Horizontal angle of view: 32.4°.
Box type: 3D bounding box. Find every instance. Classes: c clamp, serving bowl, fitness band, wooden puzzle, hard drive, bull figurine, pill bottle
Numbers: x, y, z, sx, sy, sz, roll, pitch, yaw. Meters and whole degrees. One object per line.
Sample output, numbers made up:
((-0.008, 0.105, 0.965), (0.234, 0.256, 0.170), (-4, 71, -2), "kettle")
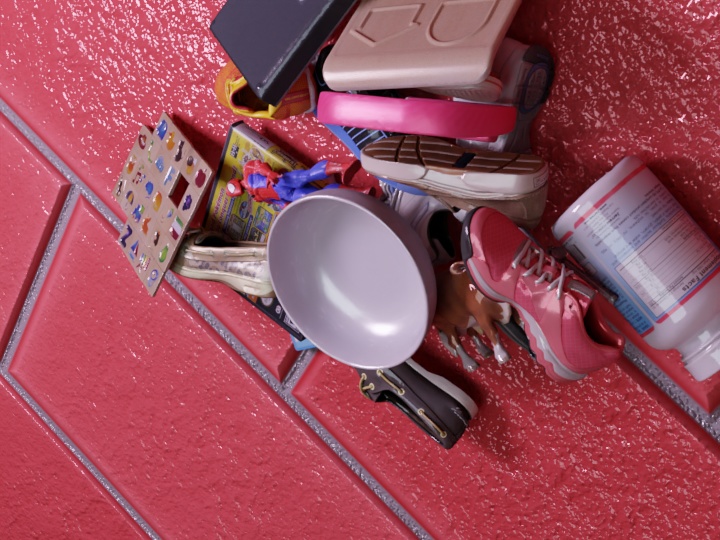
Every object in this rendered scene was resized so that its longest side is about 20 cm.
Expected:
((0.172, 0.026, 1.246), (0.171, 0.027, 0.201), (48, 157, 24), "c clamp")
((0.000, 0.000, 1.286), (0.198, 0.066, 0.203), (20, 129, 27), "serving bowl")
((0.052, -0.146, 1.166), (0.198, 0.143, 0.038), (10, 98, 36), "fitness band")
((0.078, -0.245, 1.173), (0.183, 0.202, 0.046), (2, 145, 35), "wooden puzzle")
((-0.064, -0.285, 1.256), (0.201, 0.033, 0.140), (-50, 50, 17), "hard drive")
((0.121, 0.034, 1.261), (0.123, 0.065, 0.200), (62, 161, 0), "bull figurine")
((0.281, 0.000, 1.160), (0.201, 0.108, 0.109), (50, 130, 7), "pill bottle")

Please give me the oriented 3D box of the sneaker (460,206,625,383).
((0.174, 0.013, 1.138), (0.201, 0.074, 0.086), (50, 143, -17), "sneaker")

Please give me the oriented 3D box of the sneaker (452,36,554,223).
((0.129, -0.143, 1.245), (0.087, 0.074, 0.203), (35, 120, 33), "sneaker")

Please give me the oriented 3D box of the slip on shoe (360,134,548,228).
((0.088, -0.086, 1.199), (0.197, 0.076, 0.061), (9, 122, 26), "slip on shoe")

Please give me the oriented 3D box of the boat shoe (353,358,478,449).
((0.035, 0.125, 1.402), (0.200, 0.061, 0.072), (32, 161, 15), "boat shoe")

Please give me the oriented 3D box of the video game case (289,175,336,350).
((-0.057, -0.011, 1.460), (0.142, 0.018, 0.203), (-14, 101, 38), "video game case")

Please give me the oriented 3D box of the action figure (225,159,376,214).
((-0.076, -0.090, 1.350), (0.198, 0.052, 0.066), (5, 142, 43), "action figure")

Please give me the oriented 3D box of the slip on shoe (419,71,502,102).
((0.073, -0.206, 1.208), (0.200, 0.073, 0.062), (38, 115, 58), "slip on shoe")

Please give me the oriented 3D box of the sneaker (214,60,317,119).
((-0.122, -0.203, 1.361), (0.199, 0.076, 0.074), (13, 115, 59), "sneaker")

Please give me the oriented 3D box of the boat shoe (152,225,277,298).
((-0.158, -0.022, 1.443), (0.197, 0.073, 0.064), (15, 110, 28), "boat shoe")

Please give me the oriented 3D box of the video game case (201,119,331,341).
((-0.104, -0.045, 1.452), (0.180, 0.025, 0.202), (35, 127, 19), "video game case")

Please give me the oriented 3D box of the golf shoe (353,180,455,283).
((0.052, -0.014, 1.346), (0.096, 0.078, 0.203), (24, 124, 18), "golf shoe")

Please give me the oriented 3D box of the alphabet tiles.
((-0.247, -0.090, 1.489), (0.169, 0.007, 0.200), (-62, 39, 17), "alphabet tiles")

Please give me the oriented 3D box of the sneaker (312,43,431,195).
((0.019, -0.158, 1.288), (0.199, 0.070, 0.079), (39, 146, 26), "sneaker")
